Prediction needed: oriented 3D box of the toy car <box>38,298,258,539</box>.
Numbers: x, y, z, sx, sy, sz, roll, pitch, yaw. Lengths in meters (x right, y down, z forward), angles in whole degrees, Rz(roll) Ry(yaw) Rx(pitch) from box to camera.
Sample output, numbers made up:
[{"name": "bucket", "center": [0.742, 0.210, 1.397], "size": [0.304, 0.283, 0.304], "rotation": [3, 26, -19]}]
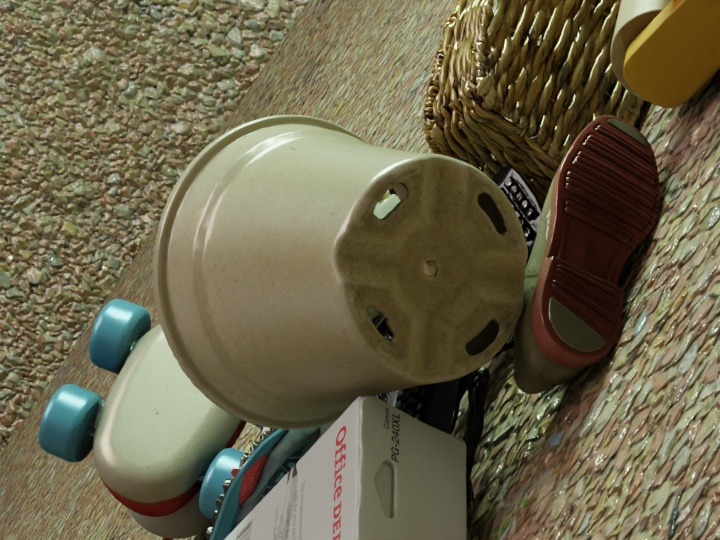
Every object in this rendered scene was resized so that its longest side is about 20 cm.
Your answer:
[{"name": "toy car", "center": [-0.150, 0.152, 2.304], "size": [0.200, 0.183, 0.177], "rotation": [85, -152, -58]}]

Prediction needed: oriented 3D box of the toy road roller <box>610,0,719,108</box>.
[{"name": "toy road roller", "center": [0.204, -0.219, 1.715], "size": [0.200, 0.146, 0.123], "rotation": [-50, 13, 34]}]

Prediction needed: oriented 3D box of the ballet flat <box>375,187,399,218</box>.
[{"name": "ballet flat", "center": [0.014, -0.041, 2.162], "size": [0.064, 0.076, 0.200], "rotation": [-39, 1, 18]}]

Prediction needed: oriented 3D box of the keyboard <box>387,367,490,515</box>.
[{"name": "keyboard", "center": [0.040, 0.113, 1.724], "size": [0.127, 0.021, 0.201], "rotation": [-26, 45, 51]}]

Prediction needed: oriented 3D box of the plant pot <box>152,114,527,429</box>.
[{"name": "plant pot", "center": [0.000, 0.000, 1.659], "size": [0.183, 0.200, 0.201], "rotation": [-1, 56, 61]}]

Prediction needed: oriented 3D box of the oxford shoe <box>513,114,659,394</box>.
[{"name": "oxford shoe", "center": [0.130, -0.012, 1.667], "size": [0.075, 0.070, 0.201], "rotation": [-48, 14, 50]}]

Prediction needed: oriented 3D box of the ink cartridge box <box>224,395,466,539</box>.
[{"name": "ink cartridge box", "center": [-0.019, 0.195, 1.640], "size": [0.200, 0.083, 0.146], "rotation": [-48, 28, 37]}]

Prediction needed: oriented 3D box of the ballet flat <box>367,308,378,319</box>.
[{"name": "ballet flat", "center": [-0.004, -0.004, 1.910], "size": [0.070, 0.069, 0.200], "rotation": [-56, 14, 4]}]

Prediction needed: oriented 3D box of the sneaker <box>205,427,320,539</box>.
[{"name": "sneaker", "center": [-0.058, 0.197, 1.852], "size": [0.079, 0.095, 0.201], "rotation": [18, -85, -81]}]

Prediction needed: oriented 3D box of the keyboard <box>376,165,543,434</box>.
[{"name": "keyboard", "center": [0.058, 0.030, 1.810], "size": [0.200, 0.040, 0.104], "rotation": [-54, 50, 21]}]

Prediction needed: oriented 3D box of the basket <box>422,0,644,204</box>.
[{"name": "basket", "center": [0.116, -0.140, 1.890], "size": [0.149, 0.142, 0.201], "rotation": [-38, 22, 57]}]

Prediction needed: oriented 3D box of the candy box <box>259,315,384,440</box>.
[{"name": "candy box", "center": [0.001, 0.073, 1.987], "size": [0.168, 0.071, 0.200], "rotation": [-57, 11, 4]}]
